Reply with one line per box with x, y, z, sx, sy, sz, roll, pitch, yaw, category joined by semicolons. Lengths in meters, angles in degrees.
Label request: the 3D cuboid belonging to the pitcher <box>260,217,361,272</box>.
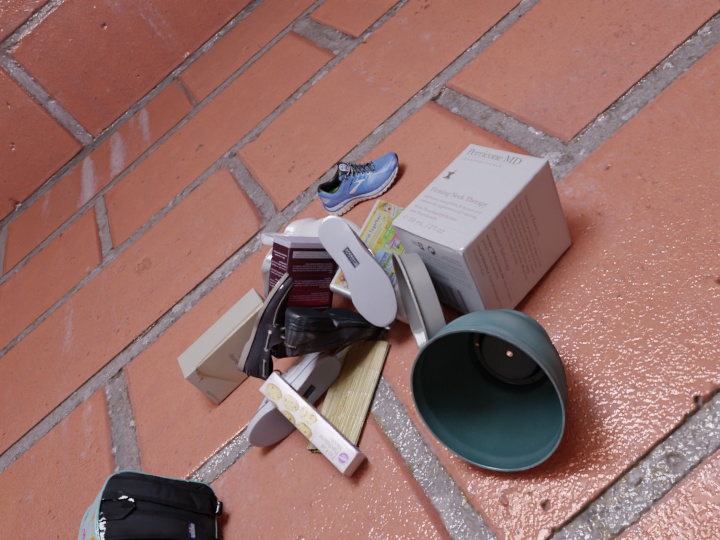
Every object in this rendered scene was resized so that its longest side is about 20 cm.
-0.086;-0.046;1.240;0.168;0.125;0.198;-6;18;-35;pitcher

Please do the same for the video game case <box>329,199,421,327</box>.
0.068;-0.017;1.128;0.178;0.023;0.203;21;65;19;video game case

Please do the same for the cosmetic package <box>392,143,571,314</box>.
0.189;-0.058;0.994;0.200;0.168;0.166;-44;37;-17;cosmetic package

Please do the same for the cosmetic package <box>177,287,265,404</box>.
-0.240;0.145;1.229;0.200;0.104;0.073;-44;38;-3;cosmetic package

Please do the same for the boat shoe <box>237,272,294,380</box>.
-0.141;0.096;1.055;0.203;0.062;0.073;-64;-5;25;boat shoe

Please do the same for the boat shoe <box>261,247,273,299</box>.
-0.142;0.026;1.228;0.070;0.202;0.071;26;68;10;boat shoe

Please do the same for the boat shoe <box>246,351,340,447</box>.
-0.125;0.203;1.093;0.203;0.075;0.086;-48;36;-2;boat shoe

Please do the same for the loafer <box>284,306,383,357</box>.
-0.046;0.104;1.055;0.072;0.196;0.074;22;102;50;loafer

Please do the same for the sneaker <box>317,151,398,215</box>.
-0.007;-0.197;1.375;0.197;0.089;0.079;-30;39;13;sneaker

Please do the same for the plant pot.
0.179;0.134;0.832;0.196;0.205;0.134;-9;19;34;plant pot

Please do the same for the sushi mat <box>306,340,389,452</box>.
-0.018;0.204;1.053;0.094;0.012;0.203;-8;48;38;sushi mat

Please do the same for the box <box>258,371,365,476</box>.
-0.077;0.234;0.989;0.199;0.039;0.042;38;83;29;box

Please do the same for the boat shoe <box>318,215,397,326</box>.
0.000;0.000;1.066;0.071;0.068;0.202;-37;81;10;boat shoe

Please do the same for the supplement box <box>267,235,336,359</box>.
-0.105;0.045;1.125;0.060;0.107;0.206;18;104;49;supplement box

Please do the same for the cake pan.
0.094;0.063;0.958;0.036;0.203;0.202;-17;39;-1;cake pan

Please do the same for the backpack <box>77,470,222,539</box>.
-0.324;0.405;0.966;0.153;0.198;0.178;-43;36;21;backpack
